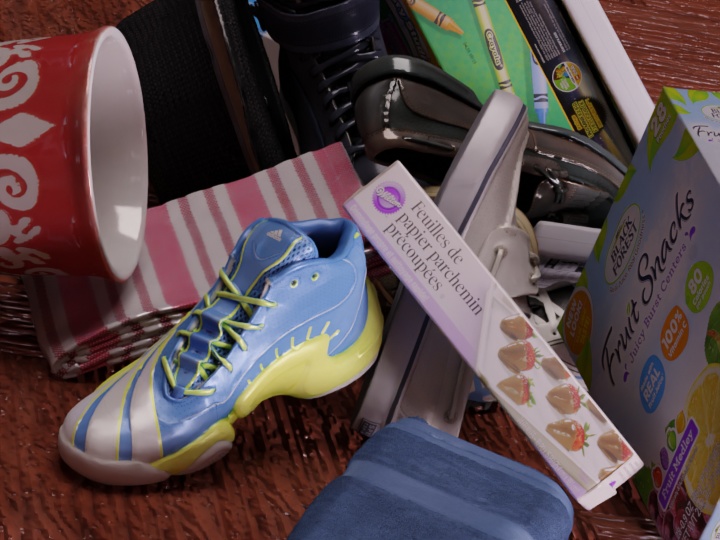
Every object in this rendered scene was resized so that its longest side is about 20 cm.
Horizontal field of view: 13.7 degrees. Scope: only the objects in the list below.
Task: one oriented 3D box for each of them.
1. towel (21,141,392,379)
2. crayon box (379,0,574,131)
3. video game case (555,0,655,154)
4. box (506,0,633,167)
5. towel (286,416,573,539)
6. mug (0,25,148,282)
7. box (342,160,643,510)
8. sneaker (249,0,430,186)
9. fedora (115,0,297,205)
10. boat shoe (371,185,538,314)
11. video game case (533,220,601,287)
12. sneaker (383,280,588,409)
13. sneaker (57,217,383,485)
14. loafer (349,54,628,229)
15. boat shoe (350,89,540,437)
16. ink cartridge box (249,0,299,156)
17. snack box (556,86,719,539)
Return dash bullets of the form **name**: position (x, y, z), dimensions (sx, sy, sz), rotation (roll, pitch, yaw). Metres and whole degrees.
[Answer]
- **towel**: position (-0.086, -0.011, 1.627), dimensions (0.199, 0.030, 0.146), rotation (-18, 26, -6)
- **crayon box**: position (0.064, -0.113, 1.834), dimensions (0.058, 0.201, 0.119), rotation (-29, 5, -15)
- **video game case**: position (0.165, -0.105, 1.890), dimensions (0.023, 0.201, 0.182), rotation (-27, -2, 1)
- **box**: position (0.128, -0.108, 1.889), dimensions (0.040, 0.201, 0.137), rotation (-27, 7, 1)
- **towel**: position (0.030, 0.133, 1.407), dimensions (0.111, 0.049, 0.200), rotation (22, 20, 11)
- **mug**: position (-0.221, -0.046, 1.605), dimensions (0.199, 0.178, 0.134), rotation (-2, 57, 8)
- **box**: position (0.067, 0.033, 1.520), dimensions (0.200, 0.039, 0.041), rotation (52, 1, 16)
- **sneaker**: position (-0.009, -0.119, 1.751), dimensions (0.077, 0.147, 0.203), rotation (-15, 43, -13)
- **fedora**: position (-0.099, -0.103, 1.826), dimensions (0.091, 0.201, 0.201), rotation (-18, 22, 3)
- **boat shoe**: position (0.000, 0.000, 1.670), dimensions (0.199, 0.072, 0.072), rotation (0, 29, 24)
- **video game case**: position (0.184, 0.002, 1.757), dimensions (0.181, 0.022, 0.200), rotation (8, -6, 0)
- **sneaker**: position (0.096, 0.035, 1.678), dimensions (0.199, 0.073, 0.072), rotation (0, 25, -30)
- **sneaker**: position (-0.071, 0.028, 1.495), dimensions (0.076, 0.105, 0.200), rotation (28, 40, 35)
- **loafer**: position (0.076, -0.053, 1.704), dimensions (0.199, 0.072, 0.063), rotation (25, 47, -28)
- **boat shoe**: position (0.061, 0.004, 1.589), dimensions (0.070, 0.201, 0.071), rotation (22, -15, -3)
- **ink cartridge box**: position (0.008, -0.117, 2.004), dimensions (0.199, 0.085, 0.146), rotation (22, 22, 21)
- **snack box**: position (0.185, 0.031, 1.545), dimensions (0.067, 0.169, 0.200), rotation (6, 36, -22)
